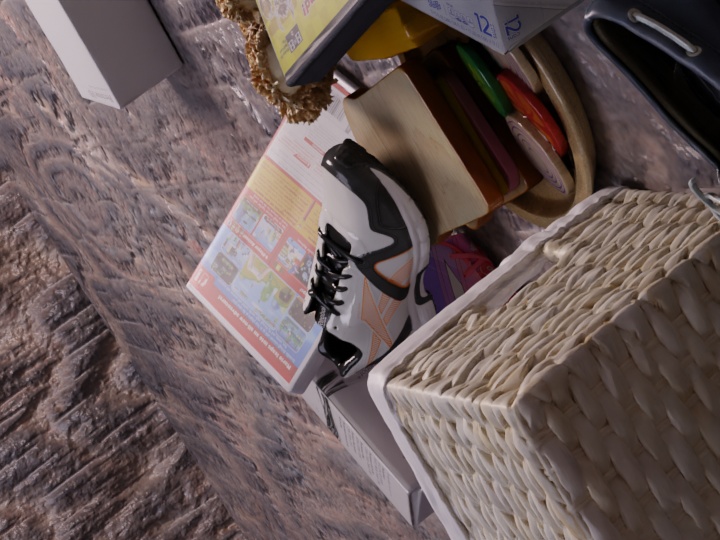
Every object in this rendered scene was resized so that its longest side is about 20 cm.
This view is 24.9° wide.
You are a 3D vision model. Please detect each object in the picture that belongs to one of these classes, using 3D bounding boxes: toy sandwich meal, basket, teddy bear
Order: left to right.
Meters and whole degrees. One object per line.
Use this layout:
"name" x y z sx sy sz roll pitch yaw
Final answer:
"teddy bear" -0.055 -0.160 1.001 0.145 0.066 0.201 55 -163 -28
"toy sandwich meal" 0.058 -0.091 0.969 0.205 0.070 0.206 49 163 20
"basket" 0.147 0.082 0.849 0.201 0.198 0.161 58 159 -12

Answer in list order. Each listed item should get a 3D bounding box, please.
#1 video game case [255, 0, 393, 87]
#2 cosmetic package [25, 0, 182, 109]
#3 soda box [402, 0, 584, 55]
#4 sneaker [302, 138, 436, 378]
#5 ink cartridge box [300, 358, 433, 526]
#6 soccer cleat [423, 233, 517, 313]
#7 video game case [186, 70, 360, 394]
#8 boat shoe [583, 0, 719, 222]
"video game case" -0.020 -0.219 0.830 0.200 0.025 0.182 -39 69 56
"cosmetic package" -0.261 -0.259 1.524 0.113 0.081 0.201 20 141 60
"soda box" 0.033 -0.187 0.860 0.200 0.063 0.069 37 155 47
"sneaker" 0.000 0.000 1.051 0.074 0.080 0.201 45 160 36
"ink cartridge box" 0.032 0.068 1.226 0.200 0.145 0.085 49 164 23
"soccer cleat" 0.081 0.020 1.153 0.199 0.077 0.067 34 -166 20
"video game case" -0.036 -0.033 1.176 0.017 0.201 0.143 17 -161 -50
"boat shoe" 0.178 -0.054 0.717 0.201 0.062 0.075 53 162 5
